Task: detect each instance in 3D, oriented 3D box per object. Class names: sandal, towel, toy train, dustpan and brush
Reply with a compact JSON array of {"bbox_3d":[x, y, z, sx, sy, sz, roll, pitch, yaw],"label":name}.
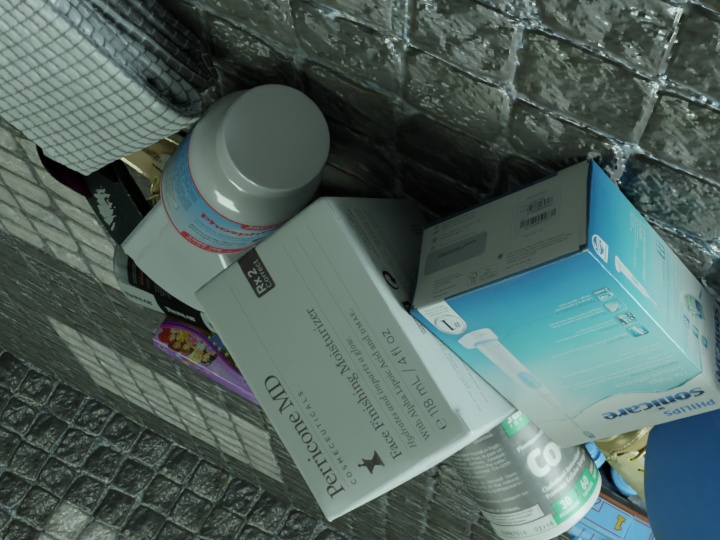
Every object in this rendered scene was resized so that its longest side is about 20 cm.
[{"bbox_3d":[-0.273,-0.103,1.250,0.075,0.048,0.201,-30,98,42],"label":"sandal"},{"bbox_3d":[-0.231,-0.173,0.981,0.165,0.086,0.200,-14,137,43],"label":"towel"},{"bbox_3d":[0.267,0.251,1.358,0.200,0.114,0.087,29,162,2],"label":"toy train"},{"bbox_3d":[-0.117,0.011,1.186,0.200,0.057,0.140,48,141,-4],"label":"dustpan and brush"}]

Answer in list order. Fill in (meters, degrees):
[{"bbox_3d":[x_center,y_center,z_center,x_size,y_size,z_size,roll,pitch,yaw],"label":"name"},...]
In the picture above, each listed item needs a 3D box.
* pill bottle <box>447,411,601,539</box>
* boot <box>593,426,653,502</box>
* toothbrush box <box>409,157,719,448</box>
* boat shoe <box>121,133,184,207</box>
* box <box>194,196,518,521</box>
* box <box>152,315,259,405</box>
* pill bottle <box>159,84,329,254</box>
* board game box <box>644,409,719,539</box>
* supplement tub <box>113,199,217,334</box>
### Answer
[{"bbox_3d":[0.122,0.135,1.132,0.113,0.113,0.200,0,127,57],"label":"pill bottle"},{"bbox_3d":[0.264,0.173,1.102,0.156,0.073,0.200,50,180,10],"label":"boot"},{"bbox_3d":[0.155,0.032,0.910,0.146,0.085,0.200,-22,130,36],"label":"toothbrush box"},{"bbox_3d":[-0.167,-0.079,1.210,0.200,0.069,0.074,28,162,5],"label":"boat shoe"},{"bbox_3d":[0.011,0.059,0.973,0.199,0.131,0.200,58,-160,10],"label":"box"},{"bbox_3d":[-0.112,0.072,1.424,0.200,0.137,0.039,29,162,2],"label":"box"},{"bbox_3d":[-0.093,-0.082,1.026,0.109,0.109,0.200,33,162,-11],"label":"pill bottle"},{"bbox_3d":[0.288,0.139,0.929,0.039,0.200,0.158,15,-147,-26],"label":"board game box"},{"bbox_3d":[-0.147,0.001,1.311,0.200,0.123,0.123,18,159,34],"label":"supplement tub"}]
